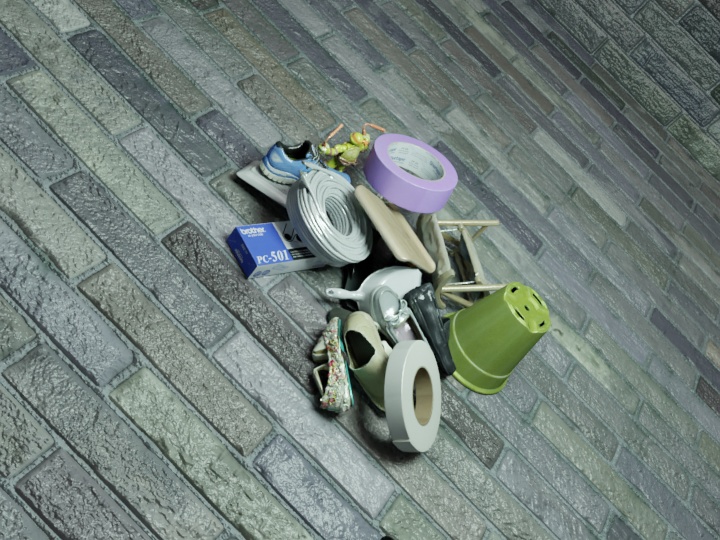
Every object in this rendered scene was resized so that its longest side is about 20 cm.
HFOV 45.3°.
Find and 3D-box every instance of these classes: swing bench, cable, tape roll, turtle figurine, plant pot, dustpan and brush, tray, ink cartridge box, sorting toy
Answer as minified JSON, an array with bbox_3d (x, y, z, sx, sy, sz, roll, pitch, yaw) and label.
[{"bbox_3d":[0.220,-0.021,1.915,0.199,0.130,0.200,11,50,-27],"label":"swing bench"},{"bbox_3d":[-0.058,-0.102,1.691,0.200,0.069,0.201,11,60,-52],"label":"cable"},{"bbox_3d":[0.097,0.227,1.563,0.203,0.037,0.204,-5,90,-66],"label":"tape roll"},{"bbox_3d":[-0.032,-0.248,1.865,0.200,0.161,0.065,-24,73,-50],"label":"turtle figurine"},{"bbox_3d":[0.288,0.125,1.790,0.199,0.190,0.201,23,44,-24],"label":"plant pot"},{"bbox_3d":[0.023,0.053,1.694,0.199,0.057,0.140,8,89,-40],"label":"dustpan and brush"},{"bbox_3d":[-0.149,-0.163,1.758,0.200,0.022,0.107,34,28,2],"label":"tray"},{"bbox_3d":[0.109,-0.213,1.879,0.199,0.066,0.201,18,37,-14],"label":"tape roll"},{"bbox_3d":[-0.152,-0.045,1.671,0.200,0.044,0.094,-9,61,-45],"label":"ink cartridge box"},{"bbox_3d":[0.067,-0.077,1.753,0.185,0.036,0.200,57,15,18],"label":"sorting toy"}]

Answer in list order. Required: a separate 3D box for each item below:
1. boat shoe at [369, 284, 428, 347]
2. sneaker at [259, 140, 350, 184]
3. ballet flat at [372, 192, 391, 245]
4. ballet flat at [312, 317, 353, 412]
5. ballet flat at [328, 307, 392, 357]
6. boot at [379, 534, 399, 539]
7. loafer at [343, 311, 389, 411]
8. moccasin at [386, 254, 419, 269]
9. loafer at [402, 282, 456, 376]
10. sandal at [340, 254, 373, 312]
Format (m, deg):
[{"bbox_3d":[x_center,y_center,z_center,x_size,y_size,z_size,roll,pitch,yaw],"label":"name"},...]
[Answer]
[{"bbox_3d":[0.085,0.116,1.664,0.074,0.065,0.203,-35,107,-32],"label":"boat shoe"},{"bbox_3d":[-0.101,-0.211,1.764,0.199,0.089,0.079,14,33,-31],"label":"sneaker"},{"bbox_3d":[0.041,-0.125,1.894,0.073,0.073,0.200,38,39,-7],"label":"ballet flat"},{"bbox_3d":[-0.055,0.166,1.554,0.064,0.076,0.201,-6,47,-4],"label":"ballet flat"},{"bbox_3d":[0.020,0.138,1.639,0.200,0.068,0.068,52,40,10],"label":"ballet flat"},{"bbox_3d":[0.125,0.499,1.423,0.174,0.069,0.200,-18,73,-54],"label":"boot"},{"bbox_3d":[0.017,0.175,1.570,0.201,0.075,0.068,63,28,-2],"label":"loafer"},{"bbox_3d":[0.085,0.005,1.813,0.080,0.068,0.201,30,44,-19],"label":"moccasin"},{"bbox_3d":[0.152,0.119,1.718,0.070,0.068,0.201,-30,109,-13],"label":"loafer"},{"bbox_3d":[0.001,0.001,1.757,0.075,0.048,0.201,22,46,-25],"label":"sandal"}]
